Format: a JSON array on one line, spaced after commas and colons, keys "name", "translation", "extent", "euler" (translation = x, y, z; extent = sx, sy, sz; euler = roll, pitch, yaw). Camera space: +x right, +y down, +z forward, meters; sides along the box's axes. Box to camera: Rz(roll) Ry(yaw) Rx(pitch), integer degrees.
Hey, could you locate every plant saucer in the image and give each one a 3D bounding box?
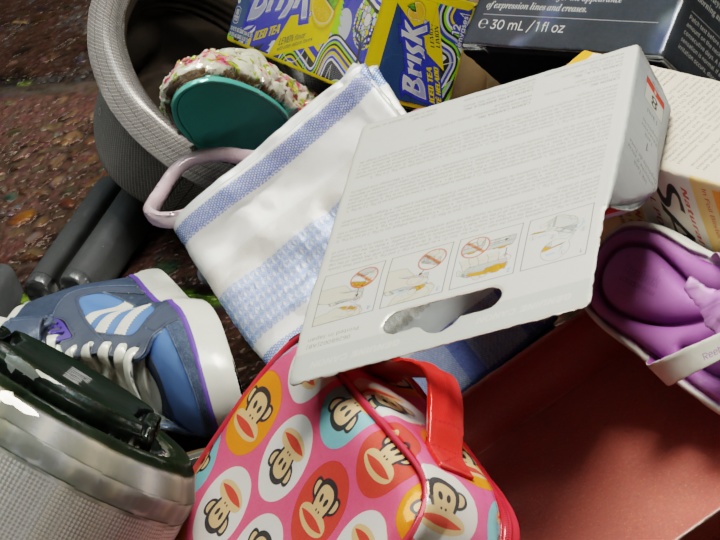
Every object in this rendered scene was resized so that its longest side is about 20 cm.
[{"name": "plant saucer", "translation": [0.105, 0.105, 1.379], "extent": [0.199, 0.037, 0.200], "euler": [-34, 30, -9]}]

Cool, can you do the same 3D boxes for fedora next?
[{"name": "fedora", "translation": [-0.106, -0.106, 1.788], "extent": [0.090, 0.176, 0.201], "euler": [-50, 32, 39]}]

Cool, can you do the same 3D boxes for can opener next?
[{"name": "can opener", "translation": [-0.187, -0.005, 1.755], "extent": [0.053, 0.067, 0.200], "euler": [-5, 36, 31]}]

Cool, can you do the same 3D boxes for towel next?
[{"name": "towel", "translation": [0.000, 0.000, 1.521], "extent": [0.147, 0.024, 0.200], "euler": [-38, 63, 5]}]

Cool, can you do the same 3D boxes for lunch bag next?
[{"name": "lunch bag", "translation": [-0.009, 0.118, 1.336], "extent": [0.177, 0.082, 0.200], "euler": [-58, 30, 12]}]

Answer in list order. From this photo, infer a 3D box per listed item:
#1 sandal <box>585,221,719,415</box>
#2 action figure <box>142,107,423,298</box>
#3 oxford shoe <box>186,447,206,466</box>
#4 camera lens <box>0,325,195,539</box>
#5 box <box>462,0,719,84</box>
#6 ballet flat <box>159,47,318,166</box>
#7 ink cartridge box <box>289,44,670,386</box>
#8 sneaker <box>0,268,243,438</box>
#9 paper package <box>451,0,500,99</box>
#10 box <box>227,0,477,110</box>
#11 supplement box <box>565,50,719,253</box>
[{"name": "sandal", "translation": [0.163, 0.023, 1.340], "extent": [0.202, 0.050, 0.083], "euler": [18, 86, 54]}, {"name": "action figure", "translation": [0.002, -0.054, 1.608], "extent": [0.199, 0.149, 0.134], "euler": [-29, 26, 38]}, {"name": "oxford shoe", "translation": [-0.138, 0.134, 1.492], "extent": [0.199, 0.073, 0.085], "euler": [-24, 28, 4]}, {"name": "camera lens", "translation": [-0.185, 0.137, 1.367], "extent": [0.201, 0.159, 0.160], "euler": [-61, 33, 3]}, {"name": "box", "translation": [0.172, -0.183, 1.590], "extent": [0.148, 0.107, 0.201], "euler": [7, 69, 44]}, {"name": "ballet flat", "translation": [-0.057, -0.092, 1.671], "extent": [0.075, 0.200, 0.064], "euler": [-27, 57, 21]}, {"name": "ink cartridge box", "translation": [0.062, -0.016, 1.367], "extent": [0.161, 0.050, 0.201], "euler": [-16, 37, 25]}, {"name": "sneaker", "translation": [-0.153, 0.065, 1.584], "extent": [0.146, 0.081, 0.200], "euler": [-20, 21, -13]}, {"name": "paper package", "translation": [0.060, -0.213, 1.746], "extent": [0.103, 0.202, 0.191], "euler": [-6, 21, -24]}, {"name": "box", "translation": [-0.009, -0.147, 1.693], "extent": [0.064, 0.071, 0.200], "euler": [12, 8, -26]}, {"name": "supplement box", "translation": [0.174, -0.029, 1.454], "extent": [0.073, 0.127, 0.199], "euler": [-39, 31, -22]}]
